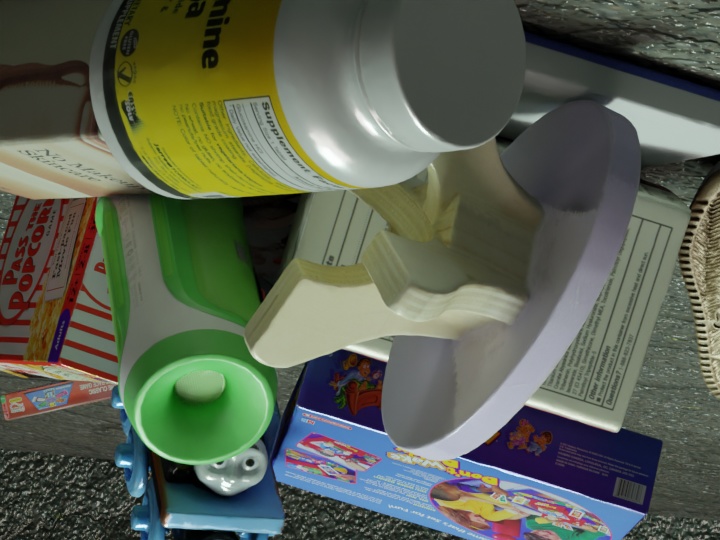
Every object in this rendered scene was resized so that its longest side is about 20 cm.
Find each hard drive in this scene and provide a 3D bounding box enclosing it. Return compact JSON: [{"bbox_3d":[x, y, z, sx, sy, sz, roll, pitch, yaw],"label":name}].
[{"bbox_3d":[0.087,-0.092,1.391,0.199,0.026,0.132,14,169,-27],"label":"hard drive"}]

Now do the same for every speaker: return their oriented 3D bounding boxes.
[{"bbox_3d":[-0.095,0.011,1.445,0.088,0.089,0.201,12,-147,-20],"label":"speaker"}]

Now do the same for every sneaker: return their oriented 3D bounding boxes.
[{"bbox_3d":[0.231,-0.021,1.580,0.070,0.109,0.201,9,140,16],"label":"sneaker"}]

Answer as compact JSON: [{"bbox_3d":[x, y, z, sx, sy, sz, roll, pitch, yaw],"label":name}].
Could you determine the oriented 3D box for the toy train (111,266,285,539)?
[{"bbox_3d":[-0.090,0.080,1.522,0.086,0.115,0.201,4,-145,-15],"label":"toy train"}]

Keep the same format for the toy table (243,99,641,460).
[{"bbox_3d":[0.036,-0.011,1.322,0.117,0.201,0.184,24,-171,-29],"label":"toy table"}]

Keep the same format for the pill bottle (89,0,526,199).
[{"bbox_3d":[-0.024,-0.093,1.238,0.112,0.113,0.199,18,166,-42],"label":"pill bottle"}]

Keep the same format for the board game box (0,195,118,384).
[{"bbox_3d":[-0.178,-0.008,1.689,0.046,0.153,0.200,19,171,-22],"label":"board game box"}]

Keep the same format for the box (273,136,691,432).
[{"bbox_3d":[0.062,-0.009,1.464,0.199,0.129,0.109,18,-172,-4],"label":"box"}]

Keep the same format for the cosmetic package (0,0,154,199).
[{"bbox_3d":[-0.138,-0.092,1.417,0.103,0.088,0.199,20,165,-41],"label":"cosmetic package"}]

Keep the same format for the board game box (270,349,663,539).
[{"bbox_3d":[0.055,0.106,1.514,0.199,0.045,0.135,17,157,-4],"label":"board game box"}]

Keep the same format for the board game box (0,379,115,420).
[{"bbox_3d":[-0.128,0.065,1.719,0.199,0.020,0.103,-14,178,43],"label":"board game box"}]

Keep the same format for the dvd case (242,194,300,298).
[{"bbox_3d":[0.000,0.000,1.614,0.145,0.022,0.200,-13,-149,-34],"label":"dvd case"}]
